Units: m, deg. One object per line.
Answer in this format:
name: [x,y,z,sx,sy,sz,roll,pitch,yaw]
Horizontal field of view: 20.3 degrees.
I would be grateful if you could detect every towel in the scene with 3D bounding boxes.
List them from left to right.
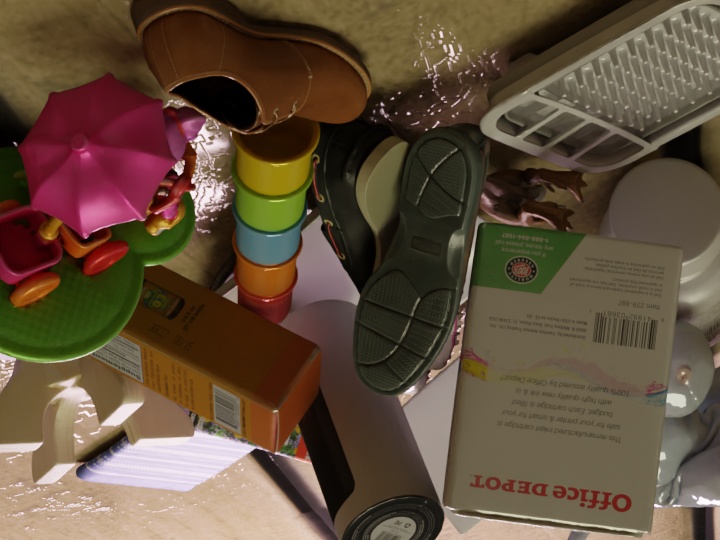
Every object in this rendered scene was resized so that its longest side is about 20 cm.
towel: [-0.168,0.165,1.945,0.144,0.024,0.200,10,147,-40]

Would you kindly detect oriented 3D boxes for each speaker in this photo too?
speaker: [-0.004,0.117,1.495,0.080,0.201,0.082,-12,138,-11]

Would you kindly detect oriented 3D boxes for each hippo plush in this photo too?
hippo plush: [0.230,0.101,1.611,0.198,0.160,0.162,-17,121,25]

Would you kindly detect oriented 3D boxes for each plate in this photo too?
plate: [0.000,0.000,1.548,0.200,0.032,0.199,-39,141,19]

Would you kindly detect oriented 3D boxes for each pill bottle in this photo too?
pill bottle: [0.247,-0.012,1.609,0.113,0.115,0.200,-15,159,5]

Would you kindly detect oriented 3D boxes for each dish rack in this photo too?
dish rack: [0.192,-0.138,1.369,0.199,0.044,0.171,-27,153,33]

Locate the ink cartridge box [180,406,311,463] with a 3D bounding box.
ink cartridge box: [-0.072,0.130,1.733,0.198,0.051,0.109,18,179,-19]

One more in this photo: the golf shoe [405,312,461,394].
golf shoe: [0.027,0.057,1.717,0.091,0.076,0.200,-2,155,-16]

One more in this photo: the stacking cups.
stacking cups: [-0.064,-0.037,1.402,0.060,0.061,0.201,-8,147,-11]

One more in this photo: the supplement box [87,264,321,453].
supplement box: [-0.129,0.052,1.462,0.199,0.067,0.069,28,148,14]

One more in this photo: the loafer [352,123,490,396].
loafer: [0.051,-0.007,1.398,0.063,0.071,0.202,-28,139,-59]

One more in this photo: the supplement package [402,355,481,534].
supplement package: [0.116,0.125,1.740,0.117,0.118,0.200,-41,176,18]

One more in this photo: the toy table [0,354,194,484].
toy table: [-0.227,0.083,1.580,0.198,0.118,0.184,-4,157,-23]

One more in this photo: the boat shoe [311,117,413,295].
boat shoe: [0.010,-0.036,1.435,0.074,0.063,0.202,-47,150,-22]

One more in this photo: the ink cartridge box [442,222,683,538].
ink cartridge box: [0.139,0.077,1.405,0.144,0.202,0.088,7,176,1]

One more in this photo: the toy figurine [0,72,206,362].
toy figurine: [-0.155,-0.053,1.252,0.199,0.151,0.184,-24,171,-34]

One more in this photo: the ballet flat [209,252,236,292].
ballet flat: [-0.098,0.020,1.605,0.067,0.047,0.200,-6,152,-18]

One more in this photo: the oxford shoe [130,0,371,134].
oxford shoe: [-0.063,-0.113,1.255,0.071,0.072,0.199,-30,154,34]

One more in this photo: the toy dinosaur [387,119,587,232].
toy dinosaur: [0.104,-0.055,1.469,0.105,0.061,0.200,5,171,27]
